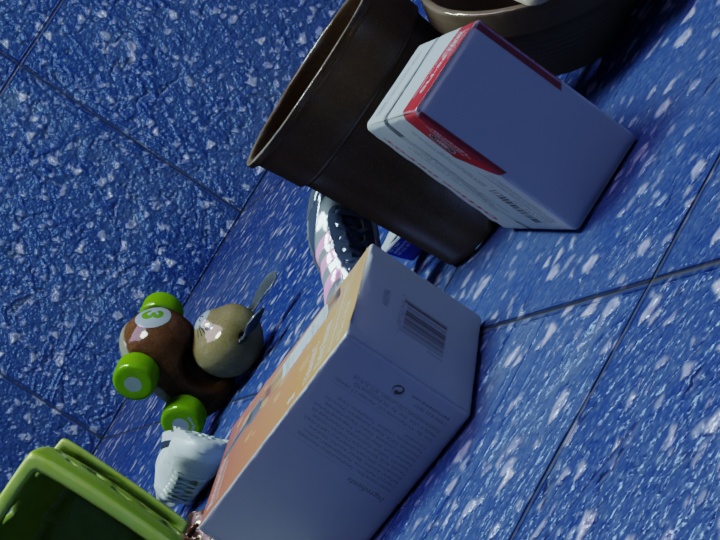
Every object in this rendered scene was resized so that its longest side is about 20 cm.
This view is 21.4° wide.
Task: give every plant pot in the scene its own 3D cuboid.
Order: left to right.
[{"bbox_3d":[-0.300,0.304,2.014,0.201,0.198,0.182,-56,2,6],"label":"plant pot"},{"bbox_3d":[0.038,-0.119,1.619,0.201,0.198,0.200,-54,9,12],"label":"plant pot"},{"bbox_3d":[0.155,-0.223,1.569,0.199,0.093,0.201,-18,30,11],"label":"plant pot"}]

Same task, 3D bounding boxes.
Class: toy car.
[{"bbox_3d":[-0.183,0.078,2.335,0.200,0.158,0.165,-38,19,28],"label":"toy car"}]

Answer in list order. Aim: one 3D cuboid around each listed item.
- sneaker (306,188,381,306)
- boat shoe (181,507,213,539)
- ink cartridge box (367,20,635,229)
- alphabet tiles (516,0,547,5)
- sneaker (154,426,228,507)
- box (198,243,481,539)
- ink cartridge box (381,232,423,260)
[{"bbox_3d":[0.000,0.000,1.652,0.082,0.070,0.202,137,129,-60],"label":"sneaker"},{"bbox_3d":[-0.123,0.233,1.685,0.070,0.070,0.201,-44,17,52],"label":"boat shoe"},{"bbox_3d":[0.098,-0.102,1.414,0.084,0.144,0.200,-56,9,-5],"label":"ink cartridge box"},{"bbox_3d":[0.193,-0.268,1.508,0.199,0.015,0.196,-31,29,-12],"label":"alphabet tiles"},{"bbox_3d":[-0.188,0.220,2.116,0.200,0.076,0.081,138,152,-74],"label":"sneaker"},{"bbox_3d":[-0.013,0.110,1.396,0.200,0.106,0.153,-53,10,24],"label":"box"},{"bbox_3d":[0.076,-0.081,1.799,0.099,0.039,0.201,-46,13,51],"label":"ink cartridge box"}]
